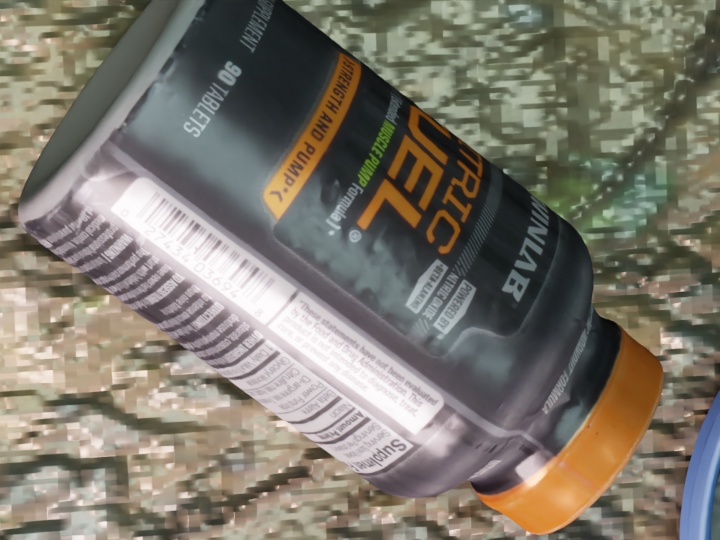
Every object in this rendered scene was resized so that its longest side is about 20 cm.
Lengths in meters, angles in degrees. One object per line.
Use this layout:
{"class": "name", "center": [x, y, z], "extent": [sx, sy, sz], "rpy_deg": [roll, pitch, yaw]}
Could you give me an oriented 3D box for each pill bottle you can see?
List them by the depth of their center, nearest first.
{"class": "pill bottle", "center": [0.000, 0.000, 0.870], "extent": [0.200, 0.106, 0.106], "rpy_deg": [37, 85, -14]}

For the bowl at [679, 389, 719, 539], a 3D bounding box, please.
{"class": "bowl", "center": [0.204, 0.091, 0.959], "extent": [0.200, 0.039, 0.202], "rpy_deg": [-1, 94, -14]}
